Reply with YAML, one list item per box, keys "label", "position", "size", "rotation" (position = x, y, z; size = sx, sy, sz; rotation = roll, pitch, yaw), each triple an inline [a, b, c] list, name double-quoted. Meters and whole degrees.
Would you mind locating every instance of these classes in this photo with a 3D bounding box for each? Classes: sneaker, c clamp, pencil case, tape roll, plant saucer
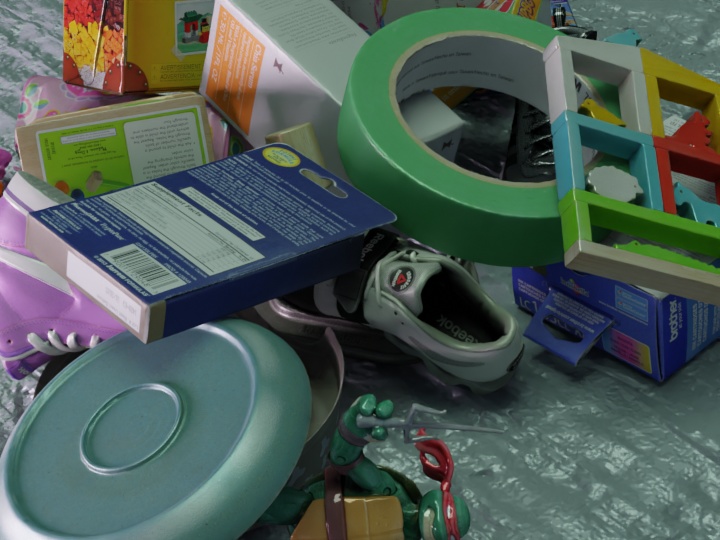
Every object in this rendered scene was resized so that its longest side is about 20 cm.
- label: "sneaker"
  position: [0.136, -0.111, 1.328]
  size: [0.075, 0.114, 0.200]
  rotation: [0, 38, 12]
- label: "c clamp"
  position: [0.000, 0.000, 1.280]
  size: [0.200, 0.027, 0.171]
  rotation: [15, 42, 28]
- label: "pencil case"
  position: [-0.172, -0.102, 1.406]
  size: [0.199, 0.088, 0.088]
  rotation: [6, 39, 20]
- label: "sneaker"
  position: [0.017, 0.004, 1.155]
  size: [0.200, 0.089, 0.074]
  rotation: [25, 72, 4]
- label: "sneaker"
  position: [-0.163, 0.036, 1.147]
  size: [0.200, 0.073, 0.114]
  rotation: [32, 93, 16]
- label: "tape roll"
  position: [0.086, -0.091, 1.189]
  size: [0.200, 0.048, 0.201]
  rotation: [8, 47, -8]
- label: "plant saucer"
  position: [-0.124, 0.094, 1.019]
  size: [0.200, 0.027, 0.200]
  rotation: [-17, 40, 15]

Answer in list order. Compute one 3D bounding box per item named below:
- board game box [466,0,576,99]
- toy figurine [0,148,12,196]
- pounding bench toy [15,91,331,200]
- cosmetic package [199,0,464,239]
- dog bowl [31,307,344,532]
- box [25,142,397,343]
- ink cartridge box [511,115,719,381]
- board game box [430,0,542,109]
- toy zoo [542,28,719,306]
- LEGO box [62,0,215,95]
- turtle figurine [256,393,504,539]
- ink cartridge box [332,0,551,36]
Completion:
- label: "board game box"
  position: [0.078, -0.189, 1.507]
  size: [0.199, 0.035, 0.136]
  rotation: [-8, 36, 0]
- label: "toy figurine"
  position: [-0.333, -0.082, 1.390]
  size: [0.200, 0.150, 0.184]
  rotation: [22, 32, 3]
- label: "pounding bench toy"
  position: [-0.125, -0.059, 1.267]
  size: [0.199, 0.125, 0.156]
  rotation: [-11, 8, -4]
- label: "cosmetic package"
  position: [-0.025, -0.116, 1.289]
  size: [0.071, 0.102, 0.200]
  rotation: [-25, 56, -34]
- label: "dog bowl"
  position: [-0.105, 0.092, 1.152]
  size: [0.199, 0.059, 0.200]
  rotation: [-5, 36, 4]
- label: "box"
  position: [-0.086, -0.022, 1.103]
  size: [0.200, 0.032, 0.121]
  rotation: [-20, 41, -39]
- label: "ink cartridge box"
  position: [0.194, -0.012, 1.217]
  size: [0.200, 0.076, 0.136]
  rotation: [-31, 42, -29]
- label: "board game box"
  position: [0.059, -0.142, 1.353]
  size: [0.030, 0.200, 0.096]
  rotation: [37, 38, -13]
- label: "toy zoo"
  position: [0.181, -0.075, 1.152]
  size: [0.131, 0.020, 0.200]
  rotation: [14, 53, -20]
- label: "LEGO box"
  position: [-0.124, -0.216, 1.389]
  size: [0.200, 0.149, 0.077]
  rotation: [-8, 16, -43]
- label: "turtle figurine"
  position: [-0.011, 0.150, 1.027]
  size: [0.199, 0.150, 0.101]
  rotation: [-8, -7, 4]
- label: "ink cartridge box"
  position: [0.048, -0.249, 1.441]
  size: [0.200, 0.145, 0.085]
  rotation: [23, 46, 36]
